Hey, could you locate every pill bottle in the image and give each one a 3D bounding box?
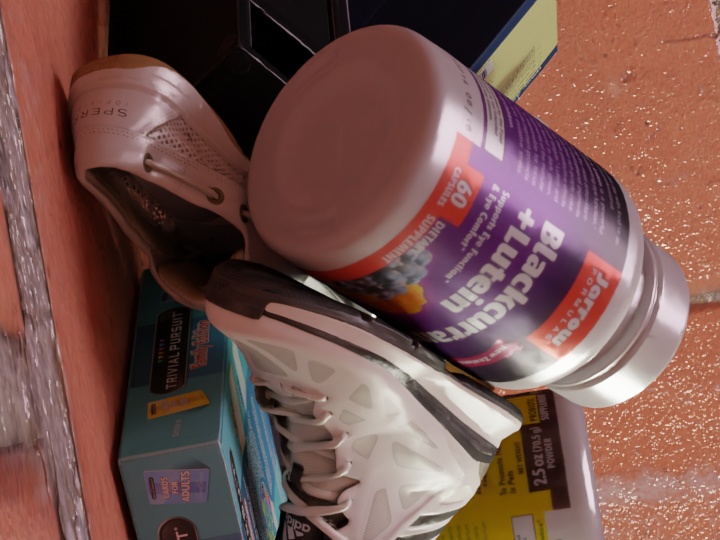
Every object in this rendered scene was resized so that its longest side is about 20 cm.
[{"bbox_3d":[0.028,0.130,1.483,0.109,0.199,0.110,-9,90,-87],"label":"pill bottle"},{"bbox_3d":[0.054,-0.015,1.210,0.200,0.111,0.112,32,37,-39],"label":"pill bottle"}]

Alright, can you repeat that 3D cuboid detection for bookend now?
[{"bbox_3d":[-0.023,-0.077,1.350,0.200,0.092,0.199,39,25,-27],"label":"bookend"}]

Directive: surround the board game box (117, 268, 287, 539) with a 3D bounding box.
[{"bbox_3d":[-0.068,0.102,1.249,0.200,0.047,0.152,-92,171,-67],"label":"board game box"}]

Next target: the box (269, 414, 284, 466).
[{"bbox_3d":[-0.031,0.158,1.603,0.117,0.060,0.201,72,8,-71],"label":"box"}]

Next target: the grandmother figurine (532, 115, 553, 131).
[{"bbox_3d":[0.057,-0.042,1.640,0.200,0.121,0.061,-36,102,-49],"label":"grandmother figurine"}]

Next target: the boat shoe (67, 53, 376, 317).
[{"bbox_3d":[-0.064,-0.011,1.212,0.200,0.071,0.070,41,43,-38],"label":"boat shoe"}]

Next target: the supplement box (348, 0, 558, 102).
[{"bbox_3d":[0.010,-0.126,1.690,0.134,0.200,0.200,39,-5,10],"label":"supplement box"}]

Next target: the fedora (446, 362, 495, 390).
[{"bbox_3d":[0.000,0.000,1.484,0.201,0.200,0.082,53,61,-83],"label":"fedora"}]

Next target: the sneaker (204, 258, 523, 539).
[{"bbox_3d":[-0.013,0.077,1.197,0.200,0.075,0.116,33,84,-47],"label":"sneaker"}]
